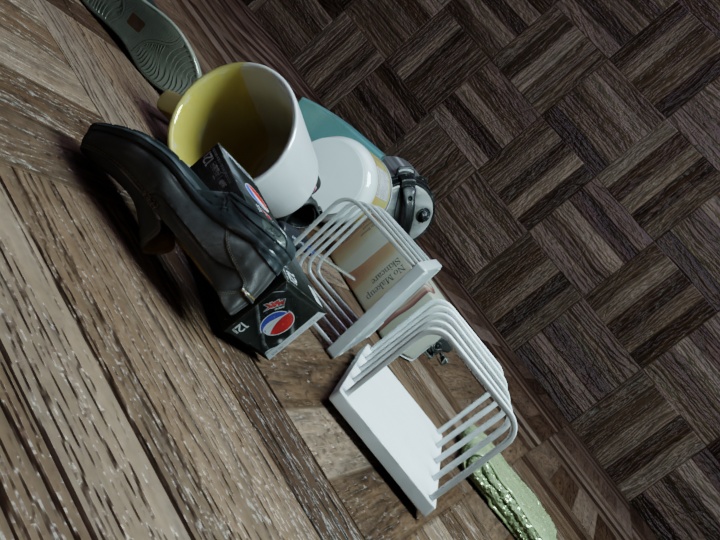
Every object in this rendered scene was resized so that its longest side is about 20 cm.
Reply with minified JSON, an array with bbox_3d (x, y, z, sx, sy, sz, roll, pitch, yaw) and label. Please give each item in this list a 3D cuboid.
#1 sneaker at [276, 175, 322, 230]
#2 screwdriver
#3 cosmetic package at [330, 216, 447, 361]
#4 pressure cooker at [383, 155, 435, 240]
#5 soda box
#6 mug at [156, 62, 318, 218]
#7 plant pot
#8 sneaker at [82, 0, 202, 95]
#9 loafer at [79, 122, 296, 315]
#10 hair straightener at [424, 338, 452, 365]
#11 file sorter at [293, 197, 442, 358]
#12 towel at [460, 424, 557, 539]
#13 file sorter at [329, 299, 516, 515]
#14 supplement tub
[{"bbox_3d":[-0.089,-0.101,1.042,0.100,0.071,0.200,54,16,10],"label":"sneaker"},{"bbox_3d":[-0.057,-0.016,0.990,0.200,0.028,0.029,41,44,-50],"label":"screwdriver"},{"bbox_3d":[0.048,0.023,1.102,0.201,0.103,0.087,55,13,33],"label":"cosmetic package"},{"bbox_3d":[0.082,-0.161,1.705,0.176,0.178,0.200,47,9,-35],"label":"pressure cooker"},{"bbox_3d":[-0.106,-0.021,0.644,0.063,0.071,0.201,44,11,-48],"label":"soda box"},{"bbox_3d":[-0.126,-0.146,0.836,0.188,0.149,0.153,61,5,21],"label":"mug"},{"bbox_3d":[-0.069,-0.250,1.487,0.200,0.141,0.141,43,10,-3],"label":"plant pot"},{"bbox_3d":[-0.269,-0.312,0.958,0.200,0.075,0.106,49,13,-3],"label":"sneaker"},{"bbox_3d":[-0.147,-0.045,0.556,0.199,0.073,0.073,33,-13,17],"label":"loafer"},{"bbox_3d":[0.140,0.129,1.303,0.077,0.041,0.200,55,10,22],"label":"hair straightener"},{"bbox_3d":[0.000,0.000,0.869,0.125,0.139,0.200,48,9,7],"label":"file sorter"},{"bbox_3d":[0.202,0.301,0.973,0.200,0.036,0.148,51,9,0],"label":"towel"},{"bbox_3d":[0.074,0.122,0.749,0.139,0.124,0.200,51,10,0],"label":"file sorter"},{"bbox_3d":[-0.030,-0.149,1.246,0.145,0.144,0.200,52,10,9],"label":"supplement tub"}]
